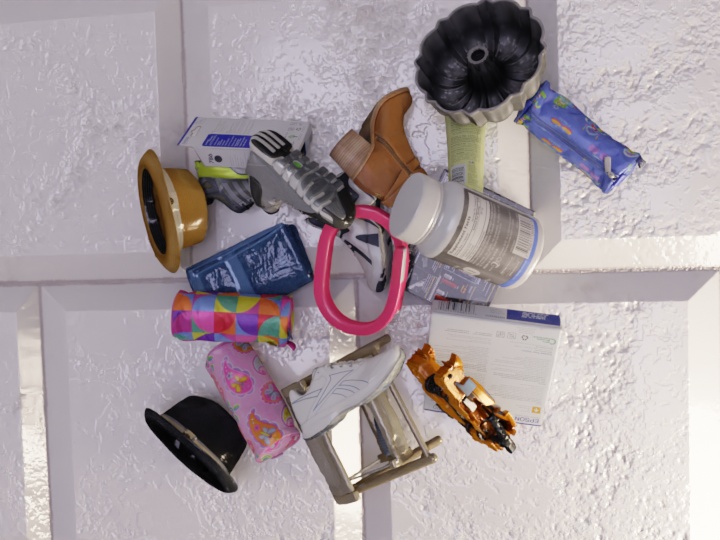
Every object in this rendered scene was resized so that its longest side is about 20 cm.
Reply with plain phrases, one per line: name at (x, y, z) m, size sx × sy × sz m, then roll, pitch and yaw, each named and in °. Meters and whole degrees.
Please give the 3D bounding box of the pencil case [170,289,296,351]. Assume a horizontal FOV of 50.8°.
pencil case at (-0.198, 0.078, 1.199) m, size 0.198 × 0.088 × 0.089 m, roll 5°, pitch 94°, yaw -2°

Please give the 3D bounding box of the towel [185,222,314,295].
towel at (-0.182, 0.007, 1.249) m, size 0.199 × 0.049 × 0.112 m, roll -25°, pitch 90°, yaw 9°

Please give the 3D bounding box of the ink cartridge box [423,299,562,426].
ink cartridge box at (0.199, 0.145, 1.180) m, size 0.194 × 0.043 × 0.201 m, roll 7°, pitch 126°, yaw 8°

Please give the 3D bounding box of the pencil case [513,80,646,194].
pencil case at (0.326, -0.198, 1.140) m, size 0.200 × 0.087 × 0.078 m, roll 40°, pitch 119°, yaw 6°

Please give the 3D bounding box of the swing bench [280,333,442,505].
swing bench at (-0.005, 0.237, 1.186) m, size 0.199 × 0.130 × 0.200 m, roll -29°, pitch 86°, yaw 10°

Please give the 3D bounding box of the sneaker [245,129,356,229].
sneaker at (-0.098, -0.111, 1.145) m, size 0.200 × 0.075 × 0.116 m, roll 44°, pitch 136°, yaw 11°

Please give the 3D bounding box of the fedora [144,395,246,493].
fedora at (-0.256, 0.270, 1.240) m, size 0.200 × 0.201 × 0.092 m, roll 41°, pitch 63°, yaw 5°

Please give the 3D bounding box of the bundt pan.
bundt pan at (0.185, -0.300, 1.134) m, size 0.200 × 0.076 × 0.204 m, roll -10°, pitch 64°, yaw 21°

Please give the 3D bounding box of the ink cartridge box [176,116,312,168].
ink cartridge box at (-0.183, -0.205, 1.214) m, size 0.198 × 0.100 × 0.039 m, roll 6°, pitch 131°, yaw 9°

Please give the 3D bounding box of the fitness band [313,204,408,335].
fitness band at (0.000, 0.000, 1.157) m, size 0.142 × 0.037 × 0.202 m, roll 13°, pitch 107°, yaw 18°

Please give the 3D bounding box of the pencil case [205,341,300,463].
pencil case at (-0.175, 0.205, 1.218) m, size 0.087 × 0.087 × 0.201 m, roll -39°, pitch 68°, yaw 9°

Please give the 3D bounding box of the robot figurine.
robot figurine at (0.160, 0.198, 1.137) m, size 0.058 × 0.145 × 0.200 m, roll -50°, pitch 117°, yaw -14°

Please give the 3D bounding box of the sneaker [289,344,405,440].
sneaker at (-0.024, 0.163, 1.090) m, size 0.199 × 0.074 × 0.087 m, roll -36°, pitch 78°, yaw 14°

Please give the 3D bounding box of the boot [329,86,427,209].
boot at (0.063, -0.181, 1.156) m, size 0.155 × 0.200 × 0.077 m, roll 41°, pitch 141°, yaw -1°

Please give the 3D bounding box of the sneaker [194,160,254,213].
sneaker at (-0.176, -0.133, 1.237) m, size 0.198 × 0.074 × 0.082 m, roll 8°, pitch 101°, yaw 16°

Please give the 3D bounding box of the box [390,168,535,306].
box at (0.160, -0.036, 1.191) m, size 0.157 × 0.050 × 0.201 m, roll 25°, pitch 96°, yaw 7°

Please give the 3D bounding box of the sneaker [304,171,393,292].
sneaker at (-0.024, -0.061, 1.209) m, size 0.128 × 0.079 × 0.201 m, roll -7°, pitch 100°, yaw 18°

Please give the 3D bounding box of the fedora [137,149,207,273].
fedora at (-0.299, -0.100, 1.228) m, size 0.081 × 0.200 × 0.202 m, roll -14°, pitch 91°, yaw -28°

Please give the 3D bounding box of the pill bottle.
pill bottle at (0.148, -0.058, 1.074) m, size 0.199 × 0.114 × 0.115 m, roll 21°, pitch 96°, yaw -19°

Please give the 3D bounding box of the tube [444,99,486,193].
tube at (0.162, -0.192, 1.160) m, size 0.058 × 0.052 × 0.202 m, roll 18°, pitch 61°, yaw -29°
